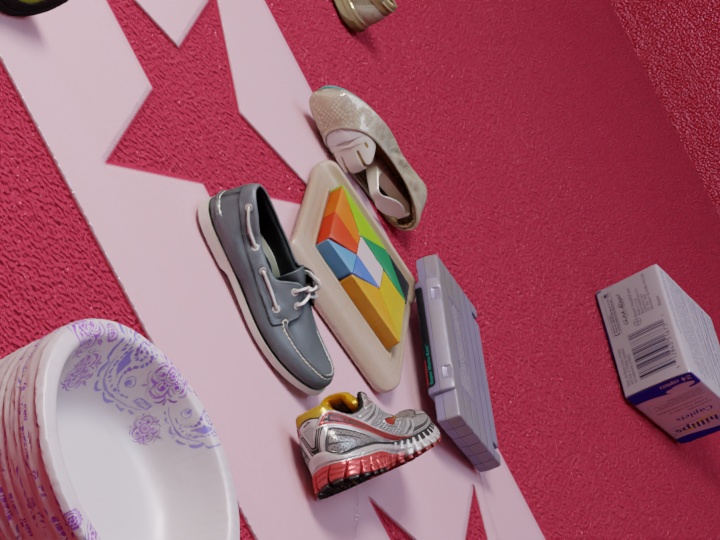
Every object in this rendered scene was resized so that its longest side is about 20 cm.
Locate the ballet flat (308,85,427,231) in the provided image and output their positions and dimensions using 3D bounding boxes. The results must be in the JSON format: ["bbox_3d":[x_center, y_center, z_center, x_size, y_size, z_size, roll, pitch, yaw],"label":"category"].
[{"bbox_3d":[0.012,-0.115,1.864,0.200,0.067,0.062,45,38,-37],"label":"ballet flat"}]

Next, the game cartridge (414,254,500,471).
[{"bbox_3d":[0.099,0.096,1.832,0.130,0.038,0.201,46,30,-48],"label":"game cartridge"}]

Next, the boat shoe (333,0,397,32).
[{"bbox_3d":[-0.020,-0.384,2.083,0.073,0.063,0.201,5,62,-65],"label":"boat shoe"}]

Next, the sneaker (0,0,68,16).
[{"bbox_3d":[-0.299,-0.262,1.339,0.081,0.074,0.200,66,14,23],"label":"sneaker"}]

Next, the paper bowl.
[{"bbox_3d":[-0.173,0.140,1.114,0.201,0.104,0.201,49,26,-34],"label":"paper bowl"}]

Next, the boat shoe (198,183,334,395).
[{"bbox_3d":[-0.070,0.016,1.536,0.200,0.062,0.073,61,22,-6],"label":"boat shoe"}]

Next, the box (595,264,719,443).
[{"bbox_3d":[0.439,0.122,2.491,0.200,0.105,0.184,37,34,-47],"label":"box"}]

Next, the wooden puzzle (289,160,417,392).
[{"bbox_3d":[0.000,0.000,1.742,0.185,0.037,0.200,56,24,-19],"label":"wooden puzzle"}]

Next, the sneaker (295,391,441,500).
[{"bbox_3d":[0.009,0.141,1.553,0.082,0.078,0.200,66,22,8],"label":"sneaker"}]
